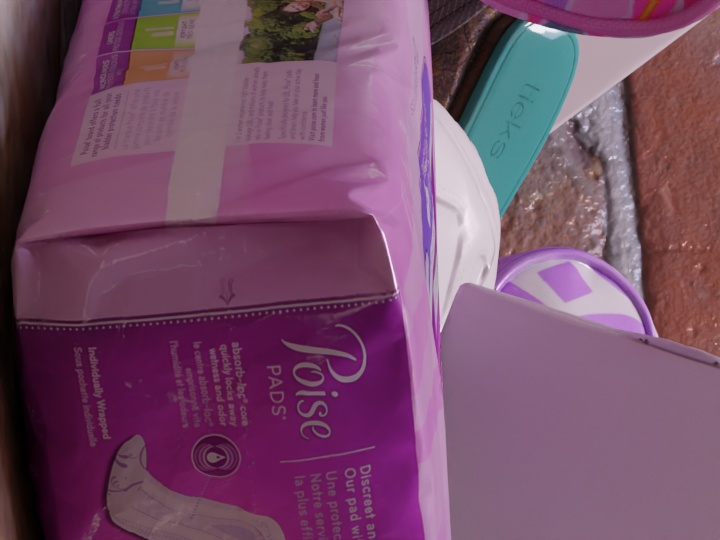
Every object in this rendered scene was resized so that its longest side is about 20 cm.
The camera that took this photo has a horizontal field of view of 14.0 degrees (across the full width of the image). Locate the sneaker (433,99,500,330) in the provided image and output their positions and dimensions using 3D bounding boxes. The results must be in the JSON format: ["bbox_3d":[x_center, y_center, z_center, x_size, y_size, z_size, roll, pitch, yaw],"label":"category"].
[{"bbox_3d":[0.002,0.042,0.750,0.100,0.077,0.201,-93,176,-52],"label":"sneaker"}]

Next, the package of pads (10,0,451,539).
[{"bbox_3d":[-0.021,0.000,0.591,0.200,0.075,0.121,-89,173,-62],"label":"package of pads"}]

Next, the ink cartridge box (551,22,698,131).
[{"bbox_3d":[0.054,-0.138,1.010,0.084,0.144,0.200,48,12,-27],"label":"ink cartridge box"}]

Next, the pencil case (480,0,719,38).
[{"bbox_3d":[0.045,-0.106,0.713,0.200,0.087,0.088,-101,-174,-79],"label":"pencil case"}]

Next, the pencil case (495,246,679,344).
[{"bbox_3d":[0.043,0.044,1.101,0.200,0.085,0.085,159,-68,-66],"label":"pencil case"}]

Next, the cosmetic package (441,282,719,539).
[{"bbox_3d":[0.040,0.116,0.657,0.081,0.112,0.201,83,29,-65],"label":"cosmetic package"}]

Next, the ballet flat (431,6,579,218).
[{"bbox_3d":[0.000,0.000,0.899,0.068,0.067,0.201,34,83,-49],"label":"ballet flat"}]

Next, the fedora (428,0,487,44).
[{"bbox_3d":[0.005,-0.160,0.913,0.090,0.176,0.201,47,60,-28],"label":"fedora"}]
